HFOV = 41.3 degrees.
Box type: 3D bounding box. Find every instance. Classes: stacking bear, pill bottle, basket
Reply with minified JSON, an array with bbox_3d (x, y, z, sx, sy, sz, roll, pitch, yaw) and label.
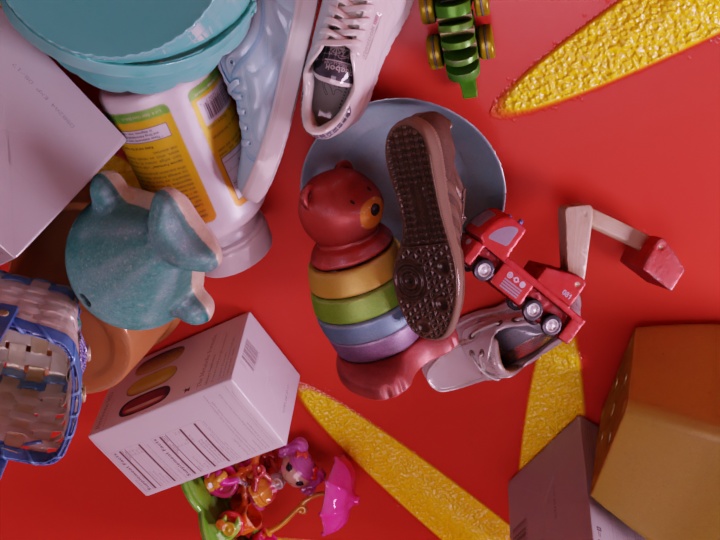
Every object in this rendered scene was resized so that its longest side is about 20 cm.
[{"bbox_3d":[0.000,0.000,0.903,0.113,0.121,0.202,7,123,47],"label":"stacking bear"},{"bbox_3d":[-0.154,-0.098,0.895,0.109,0.112,0.202,-11,123,15],"label":"pill bottle"},{"bbox_3d":[-0.313,0.105,0.830,0.137,0.201,0.178,15,127,-4],"label":"basket"}]

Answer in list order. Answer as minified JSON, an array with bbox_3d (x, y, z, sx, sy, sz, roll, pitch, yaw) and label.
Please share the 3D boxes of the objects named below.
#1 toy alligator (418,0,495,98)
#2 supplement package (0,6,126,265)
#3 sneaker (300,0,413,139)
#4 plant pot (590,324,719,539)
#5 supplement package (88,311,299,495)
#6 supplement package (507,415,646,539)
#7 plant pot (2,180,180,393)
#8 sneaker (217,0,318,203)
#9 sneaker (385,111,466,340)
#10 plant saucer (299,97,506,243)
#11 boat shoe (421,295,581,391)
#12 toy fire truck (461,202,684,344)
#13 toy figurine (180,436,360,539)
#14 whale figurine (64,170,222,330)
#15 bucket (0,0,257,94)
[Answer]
[{"bbox_3d":[0.078,-0.230,0.808,0.058,0.055,0.202,-6,124,11],"label":"toy alligator"},{"bbox_3d":[-0.341,-0.099,0.844,0.152,0.151,0.199,48,148,-21],"label":"supplement package"},{"bbox_3d":[-0.005,-0.208,0.803,0.075,0.081,0.203,17,111,10],"label":"sneaker"},{"bbox_3d":[0.343,0.171,0.983,0.174,0.201,0.202,16,127,9],"label":"plant pot"},{"bbox_3d":[-0.184,0.152,1.074,0.198,0.114,0.110,-23,121,21],"label":"supplement package"},{"bbox_3d":[0.288,0.315,1.081,0.198,0.192,0.148,29,124,-13],"label":"supplement package"},{"bbox_3d":[-0.280,0.030,0.985,0.197,0.141,0.202,3,126,4],"label":"plant pot"},{"bbox_3d":[-0.094,-0.165,0.841,0.081,0.074,0.203,13,96,-5],"label":"sneaker"},{"bbox_3d":[0.072,-0.040,0.852,0.070,0.075,0.203,7,112,35],"label":"sneaker"},{"bbox_3d":[0.041,-0.082,0.928,0.198,0.039,0.203,4,126,5],"label":"plant saucer"},{"bbox_3d":[0.144,0.081,1.010,0.199,0.070,0.071,-35,115,27],"label":"boat shoe"},{"bbox_3d":[0.197,-0.012,0.912,0.199,0.049,0.142,37,91,-17],"label":"toy fire truck"},{"bbox_3d":[-0.095,0.272,1.164,0.183,0.150,0.202,-32,92,11],"label":"toy figurine"},{"bbox_3d":[-0.191,-0.009,0.826,0.160,0.104,0.199,56,152,-12],"label":"whale figurine"},{"bbox_3d":[-0.179,-0.238,0.726,0.204,0.135,0.211,0,93,-3],"label":"bucket"}]
